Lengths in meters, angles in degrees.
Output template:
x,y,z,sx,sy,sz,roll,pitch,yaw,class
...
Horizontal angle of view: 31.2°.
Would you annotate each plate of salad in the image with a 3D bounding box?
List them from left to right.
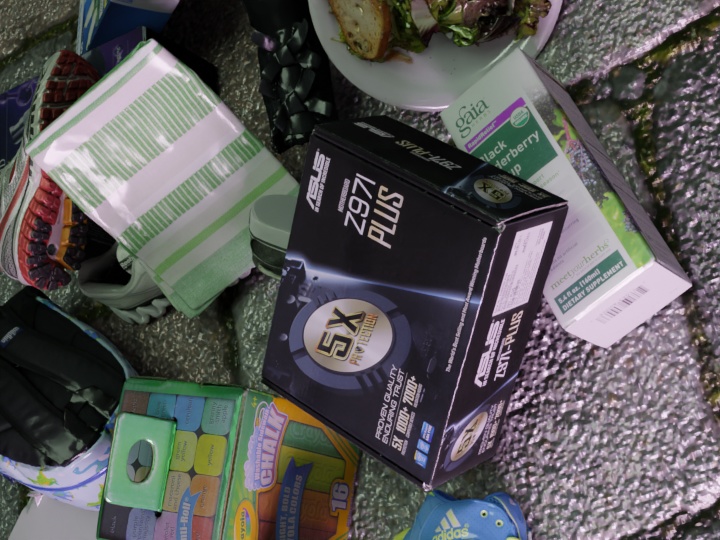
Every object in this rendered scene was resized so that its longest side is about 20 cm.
x,y,z,sx,sy,sz,roll,pitch,yaw,class
0.059,-0.213,0.961,0.200,0.199,0.048,-48,20,13,plate of salad

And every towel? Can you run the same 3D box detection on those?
x,y,z,sx,sy,sz,roll,pitch,yaw,class
-0.151,-0.071,1.043,0.152,0.200,0.023,-38,22,13,towel

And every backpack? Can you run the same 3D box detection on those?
x,y,z,sx,sy,sz,roll,pitch,yaw,class
-0.258,0.119,1.108,0.199,0.154,0.164,9,52,47,backpack

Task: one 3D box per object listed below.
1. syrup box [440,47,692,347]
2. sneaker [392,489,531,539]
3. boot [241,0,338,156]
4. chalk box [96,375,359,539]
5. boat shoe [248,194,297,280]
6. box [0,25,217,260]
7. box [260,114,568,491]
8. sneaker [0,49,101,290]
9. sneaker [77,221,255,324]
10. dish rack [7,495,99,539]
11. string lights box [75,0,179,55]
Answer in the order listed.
x,y,z,sx,sy,sz,roll,pitch,yaw,class
0.143,-0.053,0.916,0.079,0.081,0.201,-38,60,20,syrup box
0.098,0.212,0.874,0.199,0.075,0.106,23,89,38,sneaker
-0.055,-0.187,1.075,0.072,0.198,0.164,-13,99,7,boot
-0.106,0.151,0.954,0.123,0.199,0.126,2,78,34,chalk box
0.000,0.000,1.013,0.198,0.071,0.064,22,128,25,boat shoe
-0.233,-0.108,1.177,0.198,0.104,0.150,-18,68,29,box
0.031,0.018,0.885,0.163,0.086,0.202,30,118,31,box
-0.271,-0.089,1.086,0.081,0.078,0.203,9,83,36,sneaker
-0.159,-0.016,1.116,0.199,0.081,0.076,-29,60,23,sneaker
-0.245,0.270,1.115,0.199,0.043,0.173,28,94,37,dish rack
-0.211,-0.253,1.172,0.200,0.058,0.104,147,127,-63,string lights box
